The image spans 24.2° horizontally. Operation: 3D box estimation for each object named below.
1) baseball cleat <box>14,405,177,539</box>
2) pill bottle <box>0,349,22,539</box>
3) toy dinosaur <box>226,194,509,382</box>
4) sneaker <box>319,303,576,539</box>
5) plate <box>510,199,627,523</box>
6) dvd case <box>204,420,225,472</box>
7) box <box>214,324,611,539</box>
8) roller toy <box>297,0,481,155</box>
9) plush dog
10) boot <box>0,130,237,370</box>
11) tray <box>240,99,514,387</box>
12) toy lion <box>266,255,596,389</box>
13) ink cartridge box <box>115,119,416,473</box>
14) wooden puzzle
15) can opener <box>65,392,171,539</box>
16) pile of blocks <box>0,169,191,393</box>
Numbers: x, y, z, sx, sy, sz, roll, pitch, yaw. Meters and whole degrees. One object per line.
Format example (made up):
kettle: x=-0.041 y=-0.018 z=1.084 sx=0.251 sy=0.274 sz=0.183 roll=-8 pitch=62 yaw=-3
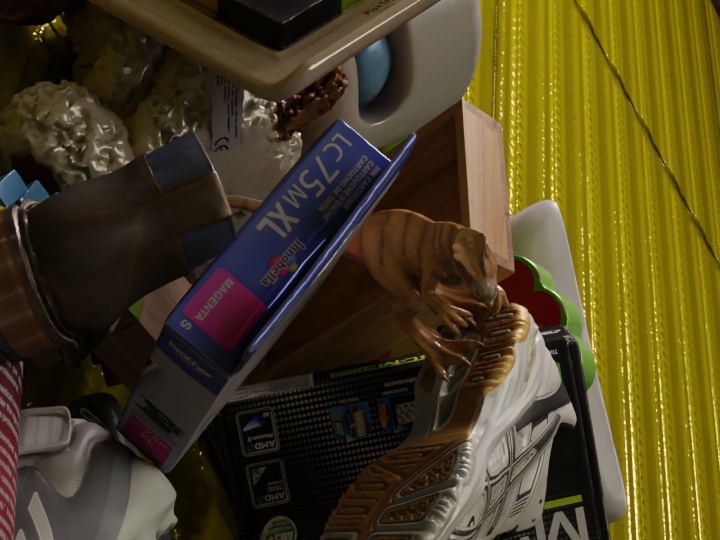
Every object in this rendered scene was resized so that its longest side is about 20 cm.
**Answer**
baseball cleat: x=-0.158 y=0.128 z=0.713 sx=0.106 sy=0.070 sz=0.200 roll=43 pitch=32 yaw=1
pill bottle: x=-0.182 y=0.070 z=0.621 sx=0.113 sy=0.112 sz=0.202 roll=42 pitch=37 yaw=-49
toy dinosaur: x=0.018 y=-0.008 z=0.813 sx=0.060 sy=0.199 sz=0.107 roll=-47 pitch=120 yaw=-23
sneaker: x=0.051 y=0.111 z=0.802 sx=0.088 sy=0.075 sz=0.201 roll=54 pitch=52 yaw=-27
plate: x=0.062 y=0.081 z=1.041 sx=0.032 sy=0.199 sz=0.202 roll=8 pitch=63 yaw=-41
dvd case: x=-0.052 y=0.066 z=1.042 sx=0.150 sy=0.016 sz=0.200 roll=66 pitch=23 yaw=-16
box: x=0.034 y=0.143 z=0.908 sx=0.048 sy=0.198 sz=0.195 roll=-109 pitch=-171 yaw=-83
roller toy: x=-0.030 y=-0.160 z=1.033 sx=0.139 sy=0.182 sz=0.201 roll=-26 pitch=80 yaw=-28
plush dog: x=-0.106 y=-0.102 z=0.919 sx=0.172 sy=0.160 sz=0.200 roll=54 pitch=9 yaw=34
boot: x=-0.091 y=-0.008 z=0.680 sx=0.200 sy=0.096 sz=0.075 roll=-102 pitch=172 yaw=-86
tray: x=0.000 y=0.000 z=0.929 sx=0.037 sy=0.199 sz=0.099 roll=28 pitch=45 yaw=-34
toy lion: x=0.047 y=0.090 z=0.978 sx=0.069 sy=0.190 sz=0.202 roll=23 pitch=56 yaw=-62
ink cartridge box: x=-0.045 y=0.011 z=0.721 sx=0.042 sy=0.200 sz=0.120 roll=39 pitch=66 yaw=-1
wooden puzzle: x=-0.049 y=-0.168 z=0.870 sx=0.185 sy=0.199 sz=0.038 roll=-37 pitch=142 yaw=-38
can opener: x=-0.092 y=0.154 z=0.819 sx=0.202 sy=0.066 sz=0.053 roll=70 pitch=22 yaw=-4
pile of blocks: x=-0.154 y=0.005 z=0.796 sx=0.200 sy=0.062 sz=0.083 roll=34 pitch=38 yaw=-49
